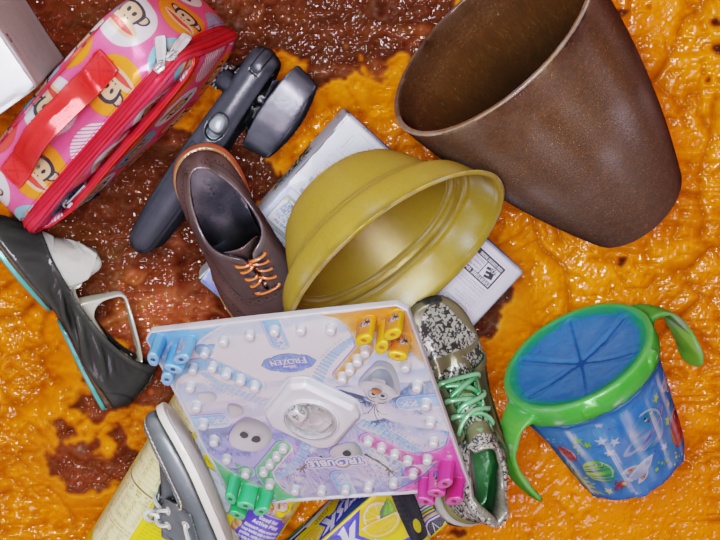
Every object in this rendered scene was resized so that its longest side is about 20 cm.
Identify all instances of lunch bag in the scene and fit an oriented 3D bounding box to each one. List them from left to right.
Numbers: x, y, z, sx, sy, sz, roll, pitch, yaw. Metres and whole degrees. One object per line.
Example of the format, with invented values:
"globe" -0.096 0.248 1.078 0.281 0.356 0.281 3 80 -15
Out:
"lunch bag" -0.192 -0.122 1.008 0.082 0.176 0.200 45 111 -3

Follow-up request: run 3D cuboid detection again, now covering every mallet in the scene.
"mallet" 0.042 0.230 1.132 0.066 0.041 0.200 -35 129 -7

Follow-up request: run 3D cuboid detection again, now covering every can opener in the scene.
"can opener" -0.122 -0.094 1.095 0.079 0.063 0.200 42 99 9

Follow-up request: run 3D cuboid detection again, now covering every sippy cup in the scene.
"sippy cup" 0.208 0.119 1.155 0.177 0.140 0.130 -22 116 19

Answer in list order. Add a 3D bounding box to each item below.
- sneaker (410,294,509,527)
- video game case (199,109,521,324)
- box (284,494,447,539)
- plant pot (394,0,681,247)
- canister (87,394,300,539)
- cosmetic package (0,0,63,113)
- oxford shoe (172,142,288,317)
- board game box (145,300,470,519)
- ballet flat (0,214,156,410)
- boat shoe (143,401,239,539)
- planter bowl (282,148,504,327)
"sneaker" 0.088 0.116 1.088 0.077 0.089 0.201 -18 100 -18
"video game case" 0.000 0.000 1.134 0.200 0.045 0.181 41 95 -13
"box" -0.001 0.232 1.189 0.200 0.064 0.070 -42 104 6
"plant pot" 0.160 -0.114 1.077 0.187 0.187 0.200 -44 119 5
"canister" -0.124 0.183 1.153 0.148 0.087 0.200 30 100 -12
"cosmetic package" -0.284 -0.148 0.996 0.102 0.200 0.074 -31 104 3
"oxford shoe" -0.087 -0.001 1.056 0.071 0.073 0.200 -31 104 1
"board game box" -0.037 0.112 1.016 0.199 0.026 0.200 -7 130 17
"ballet flat" -0.232 0.022 1.118 0.068 0.068 0.200 -33 115 -7
"boat shoe" -0.137 0.199 1.077 0.062 0.073 0.200 -21 111 -2
"planter bowl" 0.006 -0.031 1.031 0.200 0.200 0.084 -40 67 4
